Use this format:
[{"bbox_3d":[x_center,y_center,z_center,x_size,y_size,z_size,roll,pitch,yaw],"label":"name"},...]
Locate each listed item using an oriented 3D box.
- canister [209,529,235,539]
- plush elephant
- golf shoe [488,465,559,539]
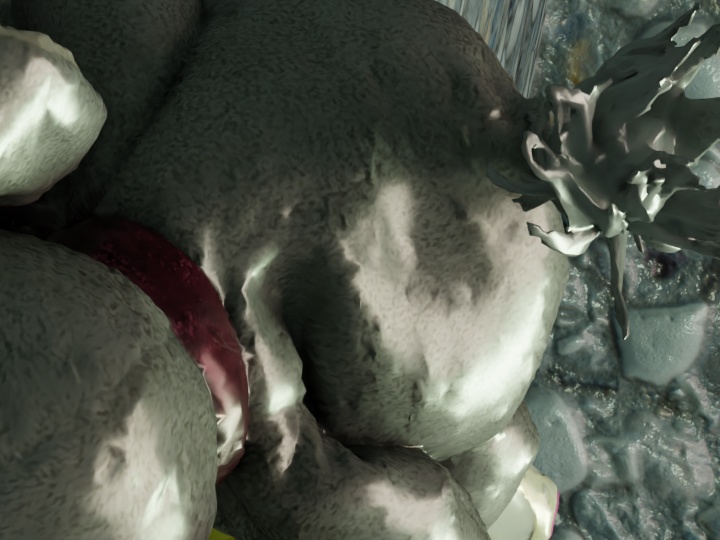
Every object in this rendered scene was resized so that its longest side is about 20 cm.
[{"bbox_3d":[-0.044,0.034,0.627,0.200,0.086,0.149,-39,141,-83],"label":"canister"},{"bbox_3d":[-0.043,0.020,0.384,0.200,0.155,0.165,-21,-86,59],"label":"plush elephant"},{"bbox_3d":[0.013,0.116,1.034,0.200,0.091,0.076,-28,-140,57],"label":"golf shoe"}]
